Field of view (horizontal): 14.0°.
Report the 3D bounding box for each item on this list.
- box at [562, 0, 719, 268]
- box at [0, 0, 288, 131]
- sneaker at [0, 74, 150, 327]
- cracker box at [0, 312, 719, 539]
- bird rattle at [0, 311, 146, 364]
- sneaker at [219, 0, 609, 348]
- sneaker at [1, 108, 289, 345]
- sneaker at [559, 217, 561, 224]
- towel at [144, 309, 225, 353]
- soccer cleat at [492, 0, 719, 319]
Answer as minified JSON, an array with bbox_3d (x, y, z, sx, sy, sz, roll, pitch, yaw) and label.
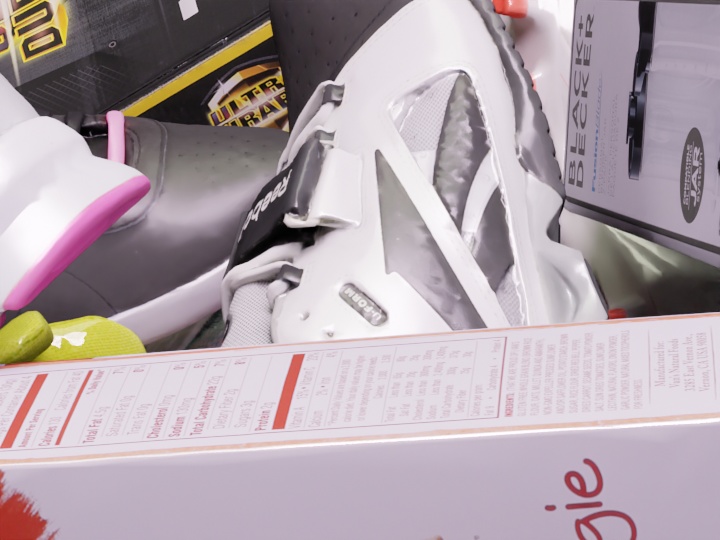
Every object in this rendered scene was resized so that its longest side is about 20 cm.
[{"bbox_3d":[0.121,-0.034,0.652,0.116,0.060,0.200,0,5,-8],"label":"box"},{"bbox_3d":[-0.087,-0.083,0.929,0.159,0.049,0.200,-29,37,9],"label":"box"},{"bbox_3d":[-0.130,-0.018,0.657,0.200,0.088,0.081,-22,19,50],"label":"sneaker"},{"bbox_3d":[0.021,0.083,0.576,0.199,0.134,0.058,-4,20,8],"label":"cracker box"},{"bbox_3d":[-0.119,0.071,0.776,0.200,0.113,0.163,-8,2,39],"label":"bird rattle"},{"bbox_3d":[0.000,0.000,0.661,0.088,0.074,0.200,-8,54,-20],"label":"sneaker"},{"bbox_3d":[-0.111,-0.030,0.782,0.199,0.099,0.071,-9,40,8],"label":"sneaker"},{"bbox_3d":[-0.006,0.069,0.727,0.073,0.114,0.201,27,47,6],"label":"sneaker"},{"bbox_3d":[-0.063,-0.021,0.921,0.200,0.048,0.171,12,58,45],"label":"towel"},{"bbox_3d":[0.075,-0.025,0.793,0.077,0.069,0.200,-4,60,-28],"label":"soccer cleat"}]
